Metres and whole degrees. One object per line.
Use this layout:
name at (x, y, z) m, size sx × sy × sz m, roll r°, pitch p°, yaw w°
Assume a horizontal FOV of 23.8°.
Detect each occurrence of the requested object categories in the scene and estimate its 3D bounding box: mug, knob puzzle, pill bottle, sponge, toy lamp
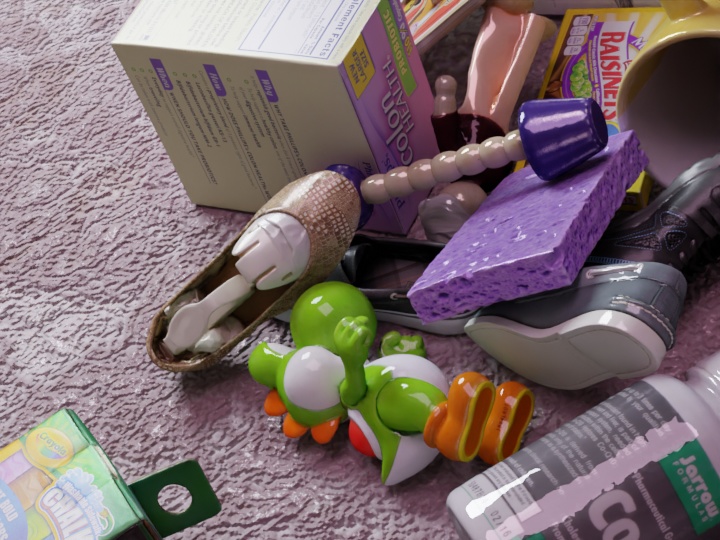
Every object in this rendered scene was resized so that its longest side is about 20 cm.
mug at (0.273, -0.160, 1.192) m, size 0.149 × 0.187 × 0.153 m, roll 15°, pitch 46°, yaw 19°
knob puzzle at (0.051, -0.229, 1.360) m, size 0.220 × 0.030 × 0.220 m, roll -48°, pitch 19°, yaw 21°
pill bottle at (0.160, 0.131, 1.001) m, size 0.199 × 0.113 × 0.113 m, roll -30°, pitch 45°, yaw -6°
sponge at (0.115, -0.030, 1.137) m, size 0.111 × 0.030 × 0.200 m, roll -18°, pitch 17°, yaw 31°
toy lamp at (0.073, -0.074, 1.175) m, size 0.199 × 0.058 × 0.058 m, roll -15°, pitch 43°, yaw 27°

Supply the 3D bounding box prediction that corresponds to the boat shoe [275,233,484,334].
boat shoe at (0.000, 0.000, 1.228) m, size 0.199 × 0.057 × 0.069 m, roll 6°, pitch 51°, yaw 26°

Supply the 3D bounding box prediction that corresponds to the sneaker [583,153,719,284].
sneaker at (0.212, -0.012, 1.152) m, size 0.199 × 0.073 × 0.082 m, roll -26°, pitch 47°, yaw 12°

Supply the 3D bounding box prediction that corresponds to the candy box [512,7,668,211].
candy box at (0.184, -0.126, 1.295) m, size 0.102 × 0.026 × 0.201 m, roll 4°, pitch 51°, yaw 21°

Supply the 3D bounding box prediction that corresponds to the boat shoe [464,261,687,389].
boat shoe at (0.138, 0.031, 1.090) m, size 0.062 × 0.073 × 0.200 m, roll -57°, pitch 19°, yaw -18°

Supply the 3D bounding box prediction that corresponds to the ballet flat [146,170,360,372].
ballet flat at (-0.078, 0.009, 1.191) m, size 0.071 × 0.065 × 0.200 m, roll 47°, pitch 115°, yaw 6°

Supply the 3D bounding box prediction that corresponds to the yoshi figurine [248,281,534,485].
yoshi figurine at (0.015, 0.061, 1.140) m, size 0.199 × 0.113 × 0.112 m, roll 14°, pitch 39°, yaw 35°

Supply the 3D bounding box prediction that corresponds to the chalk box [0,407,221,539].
chalk box at (-0.185, 0.184, 1.084) m, size 0.200 × 0.125 × 0.124 m, roll -34°, pitch 46°, yaw -12°

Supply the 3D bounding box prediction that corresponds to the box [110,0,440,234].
box at (-0.056, -0.131, 1.289) m, size 0.199 × 0.176 × 0.097 m, roll 10°, pitch 53°, yaw 29°

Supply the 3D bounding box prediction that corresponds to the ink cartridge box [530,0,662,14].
ink cartridge box at (0.217, -0.283, 1.388) m, size 0.199 × 0.083 × 0.147 m, roll 5°, pitch 51°, yaw 26°

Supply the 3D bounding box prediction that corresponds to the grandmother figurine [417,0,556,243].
grandmother figurine at (0.089, -0.105, 1.254) m, size 0.060 × 0.121 × 0.201 m, roll 1°, pitch 70°, yaw 45°
